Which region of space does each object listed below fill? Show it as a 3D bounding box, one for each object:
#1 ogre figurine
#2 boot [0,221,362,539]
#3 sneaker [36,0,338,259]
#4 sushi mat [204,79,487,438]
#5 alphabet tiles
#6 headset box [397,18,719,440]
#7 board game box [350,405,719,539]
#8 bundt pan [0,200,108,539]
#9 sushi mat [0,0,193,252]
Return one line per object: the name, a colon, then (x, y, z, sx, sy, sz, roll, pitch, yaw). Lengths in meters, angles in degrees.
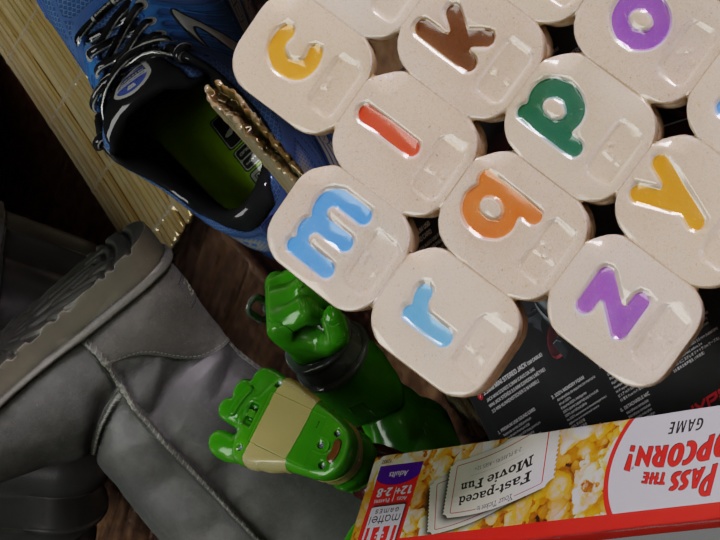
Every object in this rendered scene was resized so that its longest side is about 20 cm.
ogre figurine: (0.014, 0.106, 1.013, 0.098, 0.120, 0.200, -43, 55, 12)
boot: (-0.084, 0.102, 1.099, 0.182, 0.073, 0.200, -37, 108, 9)
sneaker: (-0.080, -0.086, 1.104, 0.079, 0.089, 0.200, -50, 66, 14)
sushi mat: (0.000, 0.000, 1.013, 0.096, 0.012, 0.200, 51, 179, 29)
alphabet tiles: (0.057, -0.062, 0.883, 0.195, 0.015, 0.200, 37, 98, 20)
headset box: (0.086, -0.024, 0.955, 0.149, 0.075, 0.200, -39, 73, 49)
board game box: (0.118, 0.107, 0.902, 0.200, 0.151, 0.046, -14, 49, 45)
bundt pan: (-0.154, 0.071, 1.220, 0.202, 0.076, 0.202, -170, 90, -79)
sushi mat: (-0.129, -0.098, 1.220, 0.200, 0.012, 0.096, 55, 137, 21)
